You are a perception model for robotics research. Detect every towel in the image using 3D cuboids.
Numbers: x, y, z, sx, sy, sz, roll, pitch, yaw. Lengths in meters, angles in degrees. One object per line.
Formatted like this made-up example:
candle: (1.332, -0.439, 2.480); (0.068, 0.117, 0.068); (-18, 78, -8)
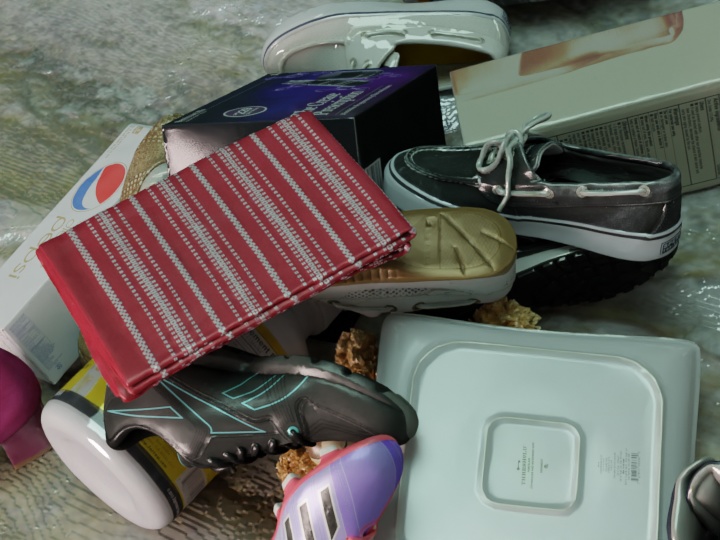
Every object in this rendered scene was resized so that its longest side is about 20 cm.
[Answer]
towel: (-0.084, -0.013, 1.018); (0.200, 0.023, 0.145); (-28, 49, -13)

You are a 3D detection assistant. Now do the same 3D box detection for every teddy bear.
teddy bear: (0.039, 0.090, 1.057); (0.200, 0.067, 0.145); (-14, 66, 2)

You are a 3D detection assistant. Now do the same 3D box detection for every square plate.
square plate: (0.100, 0.117, 0.995); (0.198, 0.028, 0.200); (5, 61, 5)

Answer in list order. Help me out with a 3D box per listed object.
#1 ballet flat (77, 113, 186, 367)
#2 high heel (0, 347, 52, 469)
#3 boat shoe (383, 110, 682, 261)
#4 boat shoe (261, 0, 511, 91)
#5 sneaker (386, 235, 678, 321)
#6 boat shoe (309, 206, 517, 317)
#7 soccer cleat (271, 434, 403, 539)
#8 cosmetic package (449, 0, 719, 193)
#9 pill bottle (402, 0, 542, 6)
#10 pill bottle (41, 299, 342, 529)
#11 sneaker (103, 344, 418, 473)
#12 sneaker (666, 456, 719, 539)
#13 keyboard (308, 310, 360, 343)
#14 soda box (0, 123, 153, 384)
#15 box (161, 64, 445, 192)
ballet flat: (-0.142, -0.015, 1.189); (0.065, 0.070, 0.200); (3, 78, 65)
high heel: (-0.305, 0.127, 1.140); (0.200, 0.096, 0.067); (-35, 47, -14)
boat shoe: (0.107, -0.060, 1.077); (0.199, 0.068, 0.074); (16, 42, 25)
boat shoe: (0.018, -0.164, 1.320); (0.200, 0.071, 0.070); (-2, 45, 9)
sneaker: (0.109, -0.022, 1.131); (0.200, 0.076, 0.088); (-14, 62, 6)
boat shoe: (0.000, 0.000, 1.075); (0.200, 0.069, 0.071); (4, 58, 10)
soccer cleat: (-0.029, 0.174, 0.964); (0.200, 0.067, 0.077); (-50, 57, 28)
cosmetic package: (0.172, -0.105, 1.182); (0.200, 0.103, 0.087); (-13, 46, 7)
pill bottle: (0.129, -0.270, 1.341); (0.200, 0.116, 0.116); (-6, 47, 15)
pill bottle: (-0.105, 0.065, 1.115); (0.112, 0.112, 0.200); (26, 61, 36)
sneaker: (-0.062, 0.086, 1.003); (0.200, 0.075, 0.079); (10, 76, 21)
sneaker: (0.236, 0.131, 0.909); (0.077, 0.146, 0.202); (24, 59, 37)
keyboard: (-0.081, -0.011, 1.229); (0.200, 0.040, 0.104); (10, 53, 26)
soda box: (-0.195, -0.016, 1.237); (0.068, 0.064, 0.200); (13, 57, 49)
box: (-0.034, -0.091, 1.197); (0.141, 0.079, 0.200); (-3, 15, 19)
